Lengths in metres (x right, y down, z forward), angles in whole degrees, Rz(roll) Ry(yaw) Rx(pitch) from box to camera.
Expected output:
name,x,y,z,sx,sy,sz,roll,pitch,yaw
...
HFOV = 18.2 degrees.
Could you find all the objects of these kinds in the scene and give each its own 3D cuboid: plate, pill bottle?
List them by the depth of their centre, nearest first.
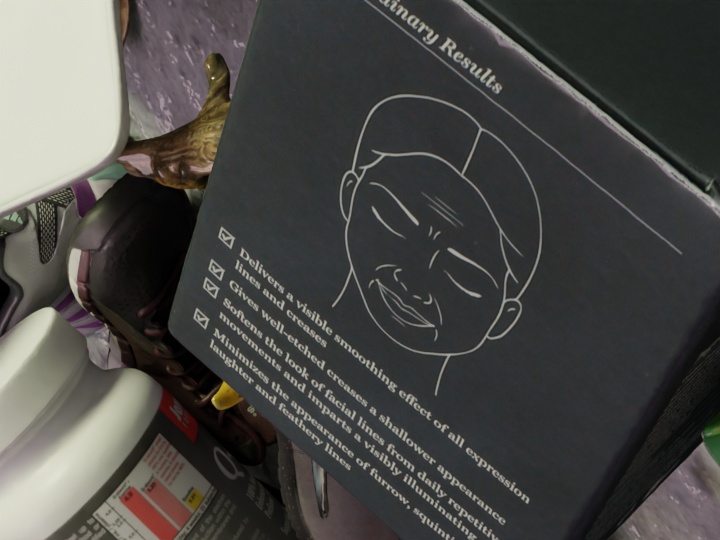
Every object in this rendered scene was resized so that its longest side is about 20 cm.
name,x,y,z,sx,sy,sz,roll,pitch,yaw
plate,-0.162,-0.091,0.909,0.199,0.201,0.032,-25,146,32
pill bottle,-0.113,0.121,1.095,0.200,0.116,0.116,46,157,-16

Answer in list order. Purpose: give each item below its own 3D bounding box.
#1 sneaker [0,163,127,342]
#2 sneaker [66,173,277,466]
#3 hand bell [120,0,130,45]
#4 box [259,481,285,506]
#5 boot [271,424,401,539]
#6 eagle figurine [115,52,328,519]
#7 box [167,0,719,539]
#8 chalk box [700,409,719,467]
name,x,y,z,sx,sy,sz,roll,pitch,yaw
sneaker,-0.185,0.008,1.168,0.078,0.140,0.200,44,154,15
sneaker,-0.073,0.031,1.108,0.115,0.076,0.200,36,162,19
hand bell,-0.200,-0.159,1.062,0.200,0.104,0.105,46,158,40
box,-0.115,0.145,1.266,0.160,0.044,0.200,28,157,-8
boot,0.022,0.090,1.021,0.131,0.070,0.201,13,142,44
eagle figurine,-0.005,0.005,0.877,0.200,0.151,0.152,47,-171,-37
box,0.046,-0.021,0.634,0.148,0.107,0.200,40,143,14
chalk box,0.187,0.050,0.606,0.125,0.124,0.200,52,155,-2
